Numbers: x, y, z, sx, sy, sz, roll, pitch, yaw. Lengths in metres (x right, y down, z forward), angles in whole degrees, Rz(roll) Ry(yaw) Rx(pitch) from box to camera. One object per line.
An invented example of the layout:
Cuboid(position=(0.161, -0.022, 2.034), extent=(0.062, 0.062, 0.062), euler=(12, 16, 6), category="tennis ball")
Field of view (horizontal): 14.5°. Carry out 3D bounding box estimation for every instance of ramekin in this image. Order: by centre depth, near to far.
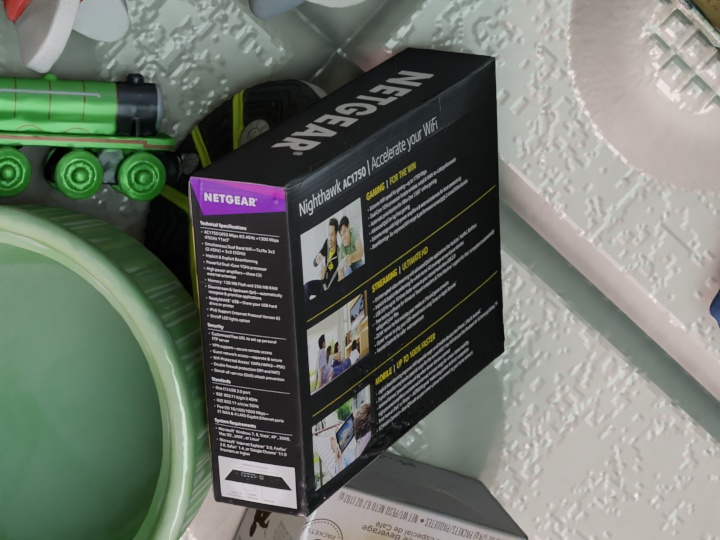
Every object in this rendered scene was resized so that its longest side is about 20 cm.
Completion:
Cuboid(position=(-0.155, 0.064, 1.231), extent=(0.200, 0.098, 0.200), euler=(2, 98, 14), category="ramekin")

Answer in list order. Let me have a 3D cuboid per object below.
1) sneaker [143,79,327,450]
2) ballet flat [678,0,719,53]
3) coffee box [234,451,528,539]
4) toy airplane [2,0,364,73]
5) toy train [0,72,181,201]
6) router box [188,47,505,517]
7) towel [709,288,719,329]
Cuboid(position=(-0.057, 0.006, 1.302), extent=(0.076, 0.075, 0.200), euler=(12, 108, -42), category="sneaker")
Cuboid(position=(0.165, -0.150, 1.302), extent=(0.200, 0.074, 0.074), euler=(42, 94, -24), category="ballet flat")
Cuboid(position=(-0.016, 0.189, 1.362), extent=(0.113, 0.080, 0.200), euler=(17, 103, -21), category="coffee box")
Cuboid(position=(-0.093, -0.168, 1.181), extent=(0.200, 0.141, 0.199), euler=(-23, 123, -14), category="toy airplane")
Cuboid(position=(-0.177, -0.062, 1.253), extent=(0.200, 0.042, 0.056), euler=(1, 98, -16), category="toy train")
Cuboid(position=(0.000, 0.000, 1.248), extent=(0.051, 0.200, 0.149), euler=(8, 113, 27), category="router box")
Cuboid(position=(0.254, -0.021, 1.332), extent=(0.112, 0.049, 0.200), euler=(34, 123, 4), category="towel")
